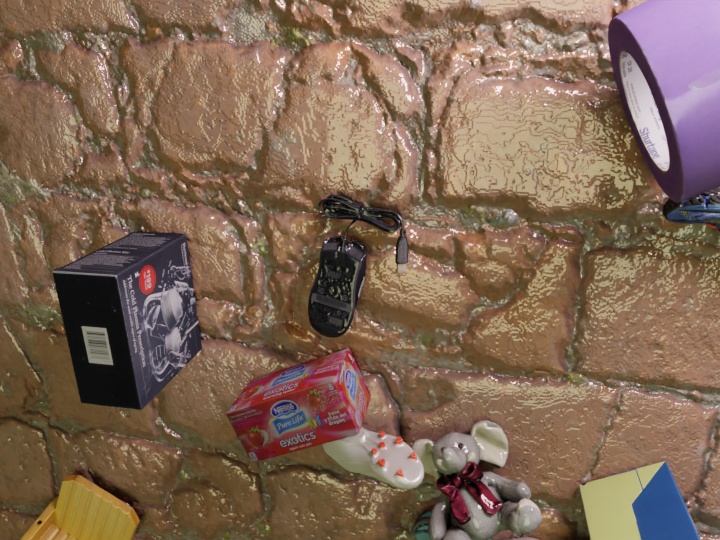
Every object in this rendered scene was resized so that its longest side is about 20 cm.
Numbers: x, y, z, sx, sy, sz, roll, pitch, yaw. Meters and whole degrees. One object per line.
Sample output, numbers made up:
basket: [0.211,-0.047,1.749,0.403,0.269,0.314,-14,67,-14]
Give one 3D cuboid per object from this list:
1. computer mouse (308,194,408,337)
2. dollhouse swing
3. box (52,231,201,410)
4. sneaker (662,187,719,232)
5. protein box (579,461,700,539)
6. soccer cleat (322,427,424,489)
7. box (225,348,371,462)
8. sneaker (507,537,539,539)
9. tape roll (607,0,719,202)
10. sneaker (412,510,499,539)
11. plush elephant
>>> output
computer mouse: [0.000,0.000,0.809,0.137,0.046,0.206,10,100,14]
dollhouse swing: [-0.547,0.533,1.074,0.197,0.183,0.177,31,134,1]
box: [-0.332,0.065,0.836,0.101,0.183,0.205,3,111,12]
sneaker: [0.460,-0.051,0.663,0.195,0.076,0.080,10,115,12]
protein box: [0.414,0.424,0.775,0.133,0.199,0.203,-23,103,20]
soccer cleat: [0.017,0.289,0.876,0.197,0.069,0.079,16,128,37]
box: [-0.094,0.209,0.875,0.196,0.100,0.097,-20,104,20]
sneaker: [0.210,0.498,0.916,0.197,0.080,0.072,-26,102,21]
tape roll: [0.331,-0.180,0.576,0.083,0.200,0.203,-21,104,20]
sneaker: [0.150,0.447,0.876,0.197,0.095,0.081,6,120,44]
plush elephant: [0.155,0.310,0.831,0.162,0.200,0.158,-28,79,8]
